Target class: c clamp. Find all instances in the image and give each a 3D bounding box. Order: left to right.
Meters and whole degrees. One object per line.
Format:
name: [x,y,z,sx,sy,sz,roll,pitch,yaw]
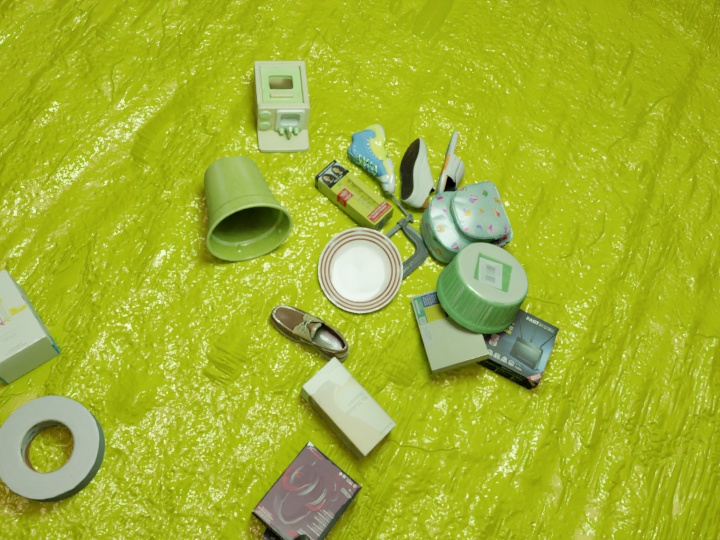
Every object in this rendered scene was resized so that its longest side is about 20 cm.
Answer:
c clamp: [0.075,-0.062,1.759,0.171,0.027,0.200,43,67,3]

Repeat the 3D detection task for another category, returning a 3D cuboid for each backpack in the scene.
backpack: [0.250,-0.115,1.740,0.199,0.153,0.177,-16,77,-10]

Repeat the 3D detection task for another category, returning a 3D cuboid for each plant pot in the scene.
plant pot: [-0.275,-0.155,1.662,0.199,0.201,0.185,-14,59,-14]

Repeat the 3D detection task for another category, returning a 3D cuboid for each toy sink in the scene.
toy sink: [-0.195,-0.409,1.803,0.129,0.112,0.202,-2,69,-10]

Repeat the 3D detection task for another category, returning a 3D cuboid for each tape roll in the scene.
tape roll: [-0.621,0.357,1.456,0.199,0.066,0.202,3,67,-8]

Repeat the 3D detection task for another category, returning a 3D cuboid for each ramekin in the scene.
ramekin: [0.280,0.033,1.634,0.198,0.098,0.201,11,49,-13]

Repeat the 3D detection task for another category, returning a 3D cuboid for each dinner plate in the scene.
dinner plate: [0.000,0.000,1.703,0.198,0.024,0.202,0,82,0]

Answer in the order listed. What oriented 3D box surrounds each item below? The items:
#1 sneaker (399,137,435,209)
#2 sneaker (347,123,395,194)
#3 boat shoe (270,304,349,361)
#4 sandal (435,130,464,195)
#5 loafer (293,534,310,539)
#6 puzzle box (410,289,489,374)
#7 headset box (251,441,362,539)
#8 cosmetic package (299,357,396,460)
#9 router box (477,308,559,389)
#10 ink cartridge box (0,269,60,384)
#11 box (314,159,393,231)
sneaker: [0.148,-0.238,1.826,0.084,0.073,0.201,28,56,-31]
sneaker: [0.025,-0.269,1.813,0.104,0.076,0.201,-12,63,-1]
boat shoe: [-0.109,0.131,1.623,0.199,0.072,0.076,27,67,2]
sandal: [0.238,-0.264,1.833,0.059,0.079,0.208,17,65,1]
loafer: [-0.124,0.595,1.397,0.071,0.073,0.201,22,112,-2]
puzzle box: [0.201,0.128,1.652,0.132,0.025,0.201,-17,55,5]
headset box: [-0.117,0.478,1.482,0.148,0.075,0.200,40,68,6]
cosmetic package: [-0.028,0.299,1.570,0.200,0.071,0.105,45,68,10]
router box: [0.343,0.163,1.688,0.199,0.062,0.151,26,66,2]
ink cartridge box: [-0.739,0.108,1.502,0.125,0.129,0.200,-33,76,-19]
box: [-0.017,-0.179,1.758,0.200,0.050,0.075,42,69,17]
